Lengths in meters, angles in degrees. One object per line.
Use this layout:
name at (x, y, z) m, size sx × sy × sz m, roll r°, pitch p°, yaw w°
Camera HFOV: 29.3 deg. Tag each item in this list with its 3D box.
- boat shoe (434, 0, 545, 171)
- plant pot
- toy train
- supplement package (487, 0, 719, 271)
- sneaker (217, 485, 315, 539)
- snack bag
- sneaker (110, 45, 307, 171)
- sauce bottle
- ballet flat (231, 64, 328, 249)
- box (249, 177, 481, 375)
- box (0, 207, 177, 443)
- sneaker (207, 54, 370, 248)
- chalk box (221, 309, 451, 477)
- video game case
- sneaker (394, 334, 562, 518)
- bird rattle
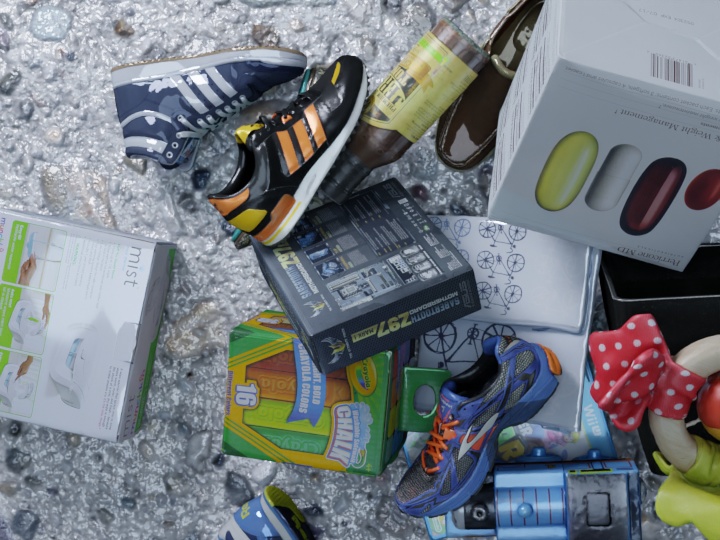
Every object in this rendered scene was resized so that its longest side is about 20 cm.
boat shoe at (0.132, -0.189, 1.323) m, size 0.075 × 0.075 × 0.202 m, roll 29°, pitch 94°, yaw 4°
plant pot at (0.325, 0.081, 1.262) m, size 0.199 × 0.200 × 0.178 m, roll -2°, pitch 104°, yaw 5°
toy train at (0.170, 0.213, 1.291) m, size 0.200 × 0.114 × 0.087 m, roll -2°, pitch 91°, yaw 5°
supplement package at (0.231, -0.134, 1.192) m, size 0.191 × 0.200 × 0.147 m, roll 14°, pitch 50°, yaw -4°
sneaker at (-0.069, 0.316, 1.359) m, size 0.082 × 0.074 × 0.200 m, roll -30°, pitch 81°, yaw 7°
snack bag at (0.132, 0.048, 1.311) m, size 0.188 × 0.021 × 0.200 m, roll 5°, pitch 87°, yaw 32°
sneaker at (-0.146, -0.157, 1.353) m, size 0.200 × 0.070 × 0.109 m, roll -6°, pitch 86°, yaw 13°
sauce bottle at (0.034, -0.147, 1.301) m, size 0.065 × 0.065 × 0.200 m, roll 42°, pitch 99°, yaw 3°
ballet flat at (-0.055, -0.101, 1.353) m, size 0.075 × 0.068 × 0.200 m, roll 24°, pitch 91°, yaw -8°
box at (0.000, 0.000, 1.269) m, size 0.158 × 0.200 × 0.051 m, roll -22°, pitch 123°, yaw -10°
box at (-0.291, 0.051, 1.359) m, size 0.176 × 0.097 × 0.200 m, roll 11°, pitch 92°, yaw 5°
sneaker at (-0.067, -0.125, 1.278) m, size 0.090 × 0.070 × 0.200 m, roll 30°, pitch 84°, yaw -23°
chalk box at (-0.016, 0.115, 1.303) m, size 0.200 × 0.124 × 0.125 m, roll 6°, pitch 99°, yaw 13°
video game case at (0.145, 0.172, 1.359) m, size 0.200 × 0.018 × 0.143 m, roll -17°, pitch 89°, yaw 6°
sneaker at (0.092, 0.136, 1.249) m, size 0.078 × 0.075 × 0.200 m, roll 35°, pitch 92°, yaw -32°
bird rattle at (0.287, 0.116, 1.152) m, size 0.163 × 0.113 × 0.200 m, roll -25°, pitch 98°, yaw 3°
